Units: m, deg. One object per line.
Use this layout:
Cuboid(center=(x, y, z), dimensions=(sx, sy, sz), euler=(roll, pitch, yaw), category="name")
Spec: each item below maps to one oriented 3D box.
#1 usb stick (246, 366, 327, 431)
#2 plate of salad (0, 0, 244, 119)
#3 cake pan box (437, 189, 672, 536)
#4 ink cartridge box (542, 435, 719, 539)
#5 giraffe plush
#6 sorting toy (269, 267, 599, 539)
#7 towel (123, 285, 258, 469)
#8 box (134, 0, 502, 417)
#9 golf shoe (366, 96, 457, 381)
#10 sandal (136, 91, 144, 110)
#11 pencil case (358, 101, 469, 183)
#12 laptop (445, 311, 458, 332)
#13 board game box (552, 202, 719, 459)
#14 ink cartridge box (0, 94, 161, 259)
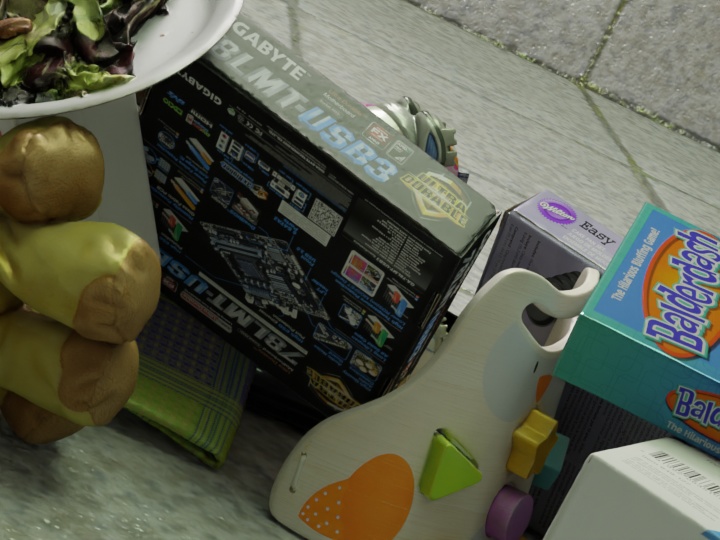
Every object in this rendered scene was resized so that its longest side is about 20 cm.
Cuboid(center=(-0.049, 0.071, 1.367), dimensions=(0.199, 0.033, 0.056), euler=(24, 16, -16), category="usb stick")
Cuboid(center=(-0.158, -0.140, 1.152), dimensions=(0.198, 0.048, 0.201), euler=(-5, 36, 3), category="plate of salad")
Cuboid(center=(0.141, 0.082, 1.354), dimensions=(0.184, 0.201, 0.052), euler=(34, 36, 23), category="cake pan box")
Cuboid(center=(0.180, 0.183, 1.151), dimensions=(0.147, 0.146, 0.199), euler=(32, 15, 25), category="ink cartridge box")
Cuboid(center=(-0.218, 0.004, 1.095), dimensions=(0.161, 0.173, 0.200), euler=(-17, 52, -40), category="giraffe plush")
Cuboid(center=(0.070, 0.077, 1.257), dimensions=(0.106, 0.181, 0.199), euler=(33, 16, 25), category="sorting toy")
Cuboid(center=(-0.123, 0.026, 1.306), dimensions=(0.143, 0.023, 0.201), euler=(27, 30, -11), category="towel")
Cuboid(center=(-0.041, -0.024, 1.237), dimensions=(0.199, 0.199, 0.050), euler=(37, 55, 8), category="box")
Cuboid(center=(0.000, 0.000, 1.325), dimensions=(0.096, 0.202, 0.078), euler=(-7, 15, -24), category="golf shoe")
Cuboid(center=(-0.107, -0.103, 1.395), dimensions=(0.081, 0.055, 0.201), euler=(25, 52, -16), category="sandal")
Cuboid(center=(-0.024, -0.064, 1.378), dimensions=(0.087, 0.088, 0.199), euler=(37, 19, 35), category="pencil case")
Cuboid(center=(0.033, 0.075, 1.552), dimensions=(0.176, 0.104, 0.200), euler=(29, 40, 11), category="laptop")
Cuboid(center=(0.217, 0.051, 1.214), dimensions=(0.199, 0.045, 0.152), euler=(26, 32, 8), category="board game box")
Cuboid(center=(-0.209, -0.078, 1.263), dimensions=(0.083, 0.148, 0.199), euler=(-28, 36, -35), category="ink cartridge box")
